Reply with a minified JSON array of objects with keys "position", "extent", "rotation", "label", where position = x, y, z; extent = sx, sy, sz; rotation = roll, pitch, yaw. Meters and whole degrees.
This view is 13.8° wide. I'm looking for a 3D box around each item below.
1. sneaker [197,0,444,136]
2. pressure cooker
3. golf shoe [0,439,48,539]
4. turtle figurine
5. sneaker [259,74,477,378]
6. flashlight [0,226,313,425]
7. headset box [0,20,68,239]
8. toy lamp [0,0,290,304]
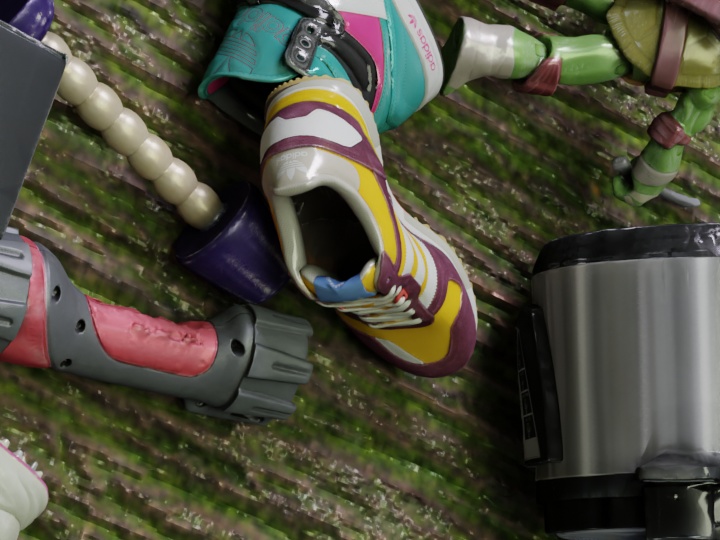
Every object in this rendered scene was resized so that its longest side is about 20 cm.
[{"position":[-0.046,-0.142,1.530],"extent":[0.121,0.083,0.200],"rotation":[-45,110,-38],"label":"sneaker"},{"position":[0.178,0.080,1.592],"extent":[0.175,0.178,0.201],"rotation":[3,83,-36],"label":"pressure cooker"},{"position":[-0.239,0.086,1.383],"extent":[0.200,0.075,0.092],"rotation":[37,70,-23],"label":"golf shoe"},{"position":[0.136,-0.116,1.649],"extent":[0.193,0.200,0.145],"rotation":[14,100,-11],"label":"turtle figurine"},{"position":[0.000,0.000,1.512],"extent":[0.200,0.075,0.090],"rotation":[57,26,-35],"label":"sneaker"},{"position":[-0.117,0.026,1.472],"extent":[0.199,0.068,0.068],"rotation":[13,75,-30],"label":"flashlight"},{"position":[-0.252,-0.080,1.315],"extent":[0.174,0.200,0.093],"rotation":[28,71,-27],"label":"headset box"},{"position":[-0.110,-0.060,1.492],"extent":[0.200,0.058,0.058],"rotation":[43,64,-20],"label":"toy lamp"}]
